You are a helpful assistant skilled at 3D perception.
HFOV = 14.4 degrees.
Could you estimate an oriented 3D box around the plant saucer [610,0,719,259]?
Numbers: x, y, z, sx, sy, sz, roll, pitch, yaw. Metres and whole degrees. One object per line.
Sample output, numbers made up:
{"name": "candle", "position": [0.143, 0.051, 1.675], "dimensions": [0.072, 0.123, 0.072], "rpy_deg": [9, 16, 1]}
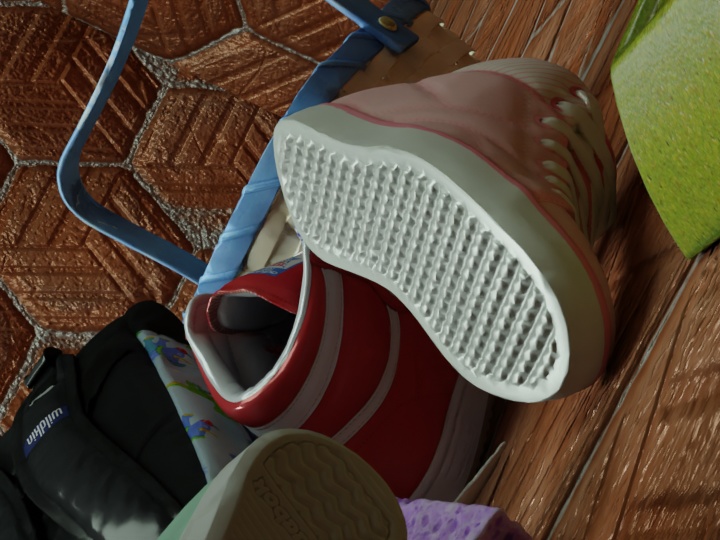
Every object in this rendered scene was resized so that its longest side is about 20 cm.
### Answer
{"name": "plant saucer", "position": [0.127, -0.119, 0.739], "dimensions": [0.200, 0.048, 0.200], "rpy_deg": [129, 166, -75]}

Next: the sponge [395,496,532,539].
{"name": "sponge", "position": [-0.038, 0.146, 0.810], "dimensions": [0.200, 0.030, 0.111], "rpy_deg": [-52, 24, -18]}

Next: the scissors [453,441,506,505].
{"name": "scissors", "position": [-0.009, 0.133, 0.953], "dimensions": [0.014, 0.073, 0.200], "rpy_deg": [13, 72, 47]}

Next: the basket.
{"name": "basket", "position": [-0.027, -0.052, 1.251], "dimensions": [0.139, 0.200, 0.177], "rpy_deg": [-39, -22, -52]}

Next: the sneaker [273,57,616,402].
{"name": "sneaker", "position": [0.055, -0.023, 0.942], "dimensions": [0.200, 0.104, 0.076], "rpy_deg": [-145, 43, -60]}

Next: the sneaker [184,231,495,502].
{"name": "sneaker", "position": [0.000, 0.000, 1.079], "dimensions": [0.071, 0.112, 0.200], "rpy_deg": [-31, 32, 35]}

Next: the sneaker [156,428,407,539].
{"name": "sneaker", "position": [-0.061, 0.134, 0.688], "dimensions": [0.118, 0.074, 0.200], "rpy_deg": [-52, 0, 38]}

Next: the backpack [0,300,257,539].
{"name": "backpack", "position": [-0.076, 0.120, 1.050], "dimensions": [0.163, 0.154, 0.200], "rpy_deg": [-49, 14, -2]}
